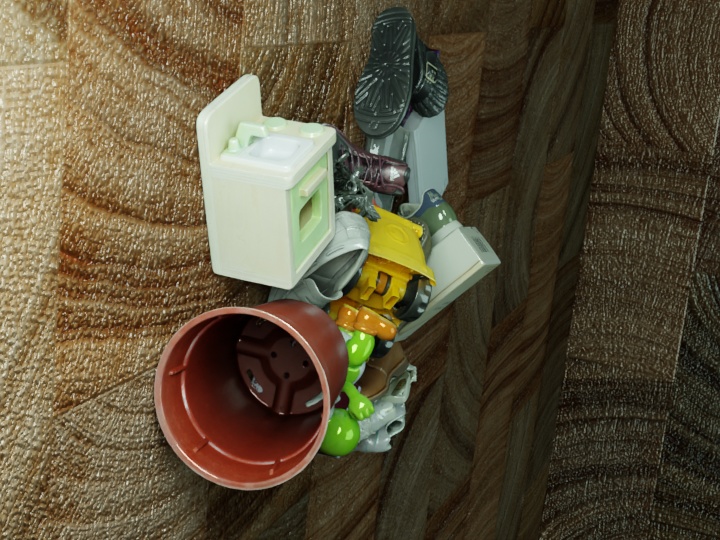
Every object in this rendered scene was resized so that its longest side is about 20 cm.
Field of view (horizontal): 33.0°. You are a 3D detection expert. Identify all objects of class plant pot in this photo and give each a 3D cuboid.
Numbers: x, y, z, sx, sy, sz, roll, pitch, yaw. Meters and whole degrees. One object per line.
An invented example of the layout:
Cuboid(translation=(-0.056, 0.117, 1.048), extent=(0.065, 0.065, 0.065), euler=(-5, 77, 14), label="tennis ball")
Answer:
Cuboid(translation=(-0.106, 0.123, 1.393), extent=(0.195, 0.199, 0.203), euler=(-33, 132, -74), label="plant pot")

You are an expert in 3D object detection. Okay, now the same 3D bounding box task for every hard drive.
Cuboid(translation=(0.106, -0.183, 1.946), extent=(0.201, 0.026, 0.132), euler=(82, 27, -43), label="hard drive")

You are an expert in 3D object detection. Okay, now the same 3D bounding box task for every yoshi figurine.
Cuboid(translation=(-0.020, 0.151, 1.549), extent=(0.201, 0.111, 0.112), euler=(-62, 159, -10), label="yoshi figurine")

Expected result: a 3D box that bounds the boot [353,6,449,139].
Cuboid(translation=(0.065, -0.254, 1.752), extent=(0.158, 0.079, 0.213), euler=(50, 49, -57), label="boot")

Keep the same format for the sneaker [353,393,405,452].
Cuboid(translation=(0.044, 0.227, 1.996), extent=(0.201, 0.080, 0.071), euler=(-61, 152, -43), label="sneaker")

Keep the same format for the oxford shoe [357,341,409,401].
Cuboid(translation=(0.011, 0.150, 1.830), extent=(0.200, 0.071, 0.072), euler=(-46, 120, -62), label="oxford shoe")

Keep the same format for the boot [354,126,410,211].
Cuboid(translation=(0.036, -0.113, 1.827), extent=(0.182, 0.072, 0.202), euler=(34, 62, -71), label="boot")

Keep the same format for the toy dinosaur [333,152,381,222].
Cuboid(translation=(-0.057, -0.079, 1.523), extent=(0.135, 0.103, 0.201), euler=(-22, 149, -17), label="toy dinosaur")

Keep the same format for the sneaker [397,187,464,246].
Cuboid(translation=(0.087, -0.064, 1.914), extent=(0.067, 0.090, 0.200), euler=(-26, 174, -33), label="sneaker")

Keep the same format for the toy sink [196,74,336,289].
Cuboid(translation=(-0.099, -0.102, 1.379), extent=(0.131, 0.111, 0.201), euler=(-53, 148, -51), label="toy sink")

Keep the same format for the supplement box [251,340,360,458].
Cuboid(translation=(-0.075, 0.170, 1.632), extent=(0.200, 0.060, 0.110), euler=(45, 58, -57), label="supplement box")

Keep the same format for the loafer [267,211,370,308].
Cuboid(translation=(-0.055, 0.013, 1.514), extent=(0.200, 0.069, 0.070), euler=(-53, -144, 32), label="loafer")

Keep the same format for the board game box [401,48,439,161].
Cuboid(translation=(0.086, -0.248, 1.932), extent=(0.120, 0.032, 0.202), euler=(-24, 123, -61), label="board game box")

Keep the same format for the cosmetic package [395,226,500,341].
Cuboid(translation=(0.107, 0.022, 1.849), extent=(0.200, 0.073, 0.103), euler=(-41, 168, 19), label="cosmetic package")

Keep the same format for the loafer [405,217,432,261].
Cuboid(translation=(0.049, 0.022, 1.766), extent=(0.201, 0.076, 0.067), euler=(-56, 142, -3), label="loafer")

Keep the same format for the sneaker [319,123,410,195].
Cuboid(translation=(0.006, -0.145, 1.637), extent=(0.200, 0.115, 0.076), euler=(13, 89, -70), label="sneaker")

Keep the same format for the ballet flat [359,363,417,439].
Cuboid(translation=(0.036, 0.201, 1.904), extent=(0.200, 0.071, 0.072), euler=(-53, 148, -49), label="ballet flat")

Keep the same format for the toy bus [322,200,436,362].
Cuboid(translation=(0.000, 0.000, 1.677), extent=(0.200, 0.135, 0.193), euler=(-52, -152, 35), label="toy bus")
